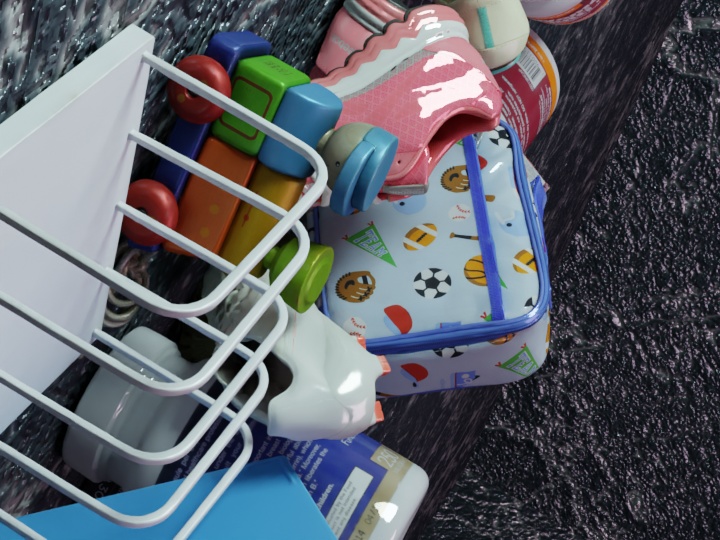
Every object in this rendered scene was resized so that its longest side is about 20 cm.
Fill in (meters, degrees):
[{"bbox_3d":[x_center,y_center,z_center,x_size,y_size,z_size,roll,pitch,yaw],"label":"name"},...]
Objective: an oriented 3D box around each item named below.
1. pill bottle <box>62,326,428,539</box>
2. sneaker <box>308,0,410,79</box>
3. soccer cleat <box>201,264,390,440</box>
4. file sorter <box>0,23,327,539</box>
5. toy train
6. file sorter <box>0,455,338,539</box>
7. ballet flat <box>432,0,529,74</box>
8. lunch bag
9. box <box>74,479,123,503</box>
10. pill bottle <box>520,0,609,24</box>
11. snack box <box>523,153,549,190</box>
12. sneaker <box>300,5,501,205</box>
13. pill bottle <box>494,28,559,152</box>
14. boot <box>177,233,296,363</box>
[{"bbox_3d":[-0.069,0.122,0.920,0.117,0.198,0.116,-59,173,-12],"label":"pill bottle"},{"bbox_3d":[0.011,-0.132,1.043,0.087,0.074,0.200,-51,163,4],"label":"sneaker"},{"bbox_3d":[-0.057,0.036,0.872,0.077,0.200,0.070,-6,113,-27],"label":"soccer cleat"},{"bbox_3d":[-0.107,0.024,0.710,0.139,0.124,0.201,-50,164,-46],"label":"file sorter"},{"bbox_3d":[-0.066,-0.013,0.821,0.202,0.115,0.085,-65,167,17],"label":"toy train"},{"bbox_3d":[-0.107,0.197,0.770,0.139,0.197,0.124,-134,-143,-61],"label":"file sorter"},{"bbox_3d":[0.069,-0.200,1.020,0.201,0.069,0.070,-105,-146,-56],"label":"ballet flat"},{"bbox_3d":[0.047,-0.016,1.008,0.076,0.158,0.202,76,7,-49],"label":"lunch bag"},{"bbox_3d":[-0.123,0.256,1.023,0.202,0.195,0.124,-60,169,-5],"label":"box"},{"bbox_3d":[0.142,-0.249,1.196,0.111,0.109,0.200,-63,169,13],"label":"pill bottle"},{"bbox_3d":[0.057,-0.013,1.342,0.199,0.053,0.142,-37,-176,37],"label":"snack box"},{"bbox_3d":[-0.003,-0.071,0.901,0.199,0.087,0.074,-36,163,-8],"label":"sneaker"},{"bbox_3d":[0.069,-0.106,1.211,0.200,0.112,0.114,-51,165,-39],"label":"pill bottle"},{"bbox_3d":[-0.086,0.066,1.091,0.176,0.066,0.200,-56,171,-6],"label":"boot"}]
